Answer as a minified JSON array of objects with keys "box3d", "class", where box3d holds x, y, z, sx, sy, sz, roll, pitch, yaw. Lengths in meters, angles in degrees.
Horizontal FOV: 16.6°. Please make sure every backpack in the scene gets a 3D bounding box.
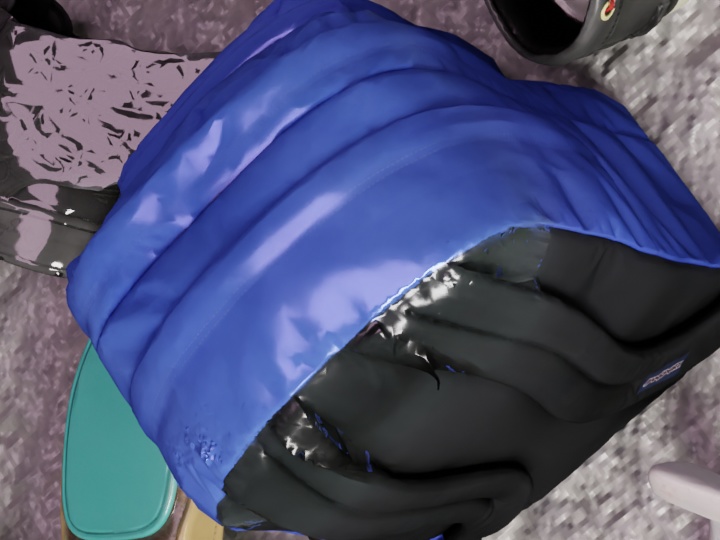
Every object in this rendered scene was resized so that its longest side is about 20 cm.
[{"box3d":[0.000,0.000,0.785,0.163,0.200,0.168,-49,67,18],"class":"backpack"}]

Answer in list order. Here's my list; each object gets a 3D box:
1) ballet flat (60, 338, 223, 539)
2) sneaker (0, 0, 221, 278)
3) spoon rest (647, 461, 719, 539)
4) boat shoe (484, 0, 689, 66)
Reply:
[{"box3d":[-0.075,0.105,0.899,0.069,0.063,0.201,1,80,37],"class":"ballet flat"},{"box3d":[-0.142,-0.064,0.947,0.199,0.060,0.104,21,98,22],"class":"sneaker"},{"box3d":[0.104,0.156,0.808,0.099,0.061,0.200,21,110,29],"class":"spoon rest"},{"box3d":[0.055,-0.165,0.794,0.074,0.063,0.202,5,119,47],"class":"boat shoe"}]
